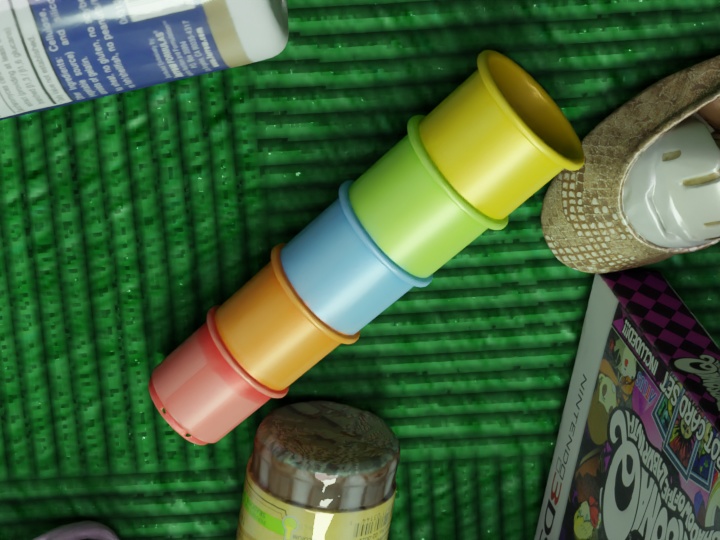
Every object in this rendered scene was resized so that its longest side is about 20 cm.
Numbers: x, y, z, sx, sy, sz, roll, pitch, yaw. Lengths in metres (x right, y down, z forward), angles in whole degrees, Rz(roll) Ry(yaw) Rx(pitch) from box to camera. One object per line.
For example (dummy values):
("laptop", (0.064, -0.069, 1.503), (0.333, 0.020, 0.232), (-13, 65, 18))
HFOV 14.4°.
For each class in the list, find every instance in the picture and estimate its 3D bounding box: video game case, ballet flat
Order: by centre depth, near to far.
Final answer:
("ballet flat", (0.157, -0.054, 1.112), (0.200, 0.065, 0.071), (-34, 110, 14))
("video game case", (0.122, 0.123, 1.122), (0.036, 0.200, 0.181), (2, 117, -18))

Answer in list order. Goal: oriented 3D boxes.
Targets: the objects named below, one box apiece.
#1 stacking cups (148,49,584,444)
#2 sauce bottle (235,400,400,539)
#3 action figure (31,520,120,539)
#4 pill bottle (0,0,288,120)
("stacking cups", (0.000, 0.000, 1.141), (0.060, 0.061, 0.200), (40, 110, -18))
("sauce bottle", (-0.028, 0.155, 1.209), (0.065, 0.065, 0.200), (7, 113, -4))
("action figure", (-0.120, 0.234, 1.208), (0.134, 0.149, 0.200), (-21, 129, -10))
("pill bottle", (-0.134, -0.112, 1.056), (0.200, 0.111, 0.111), (-12, 115, 5))
